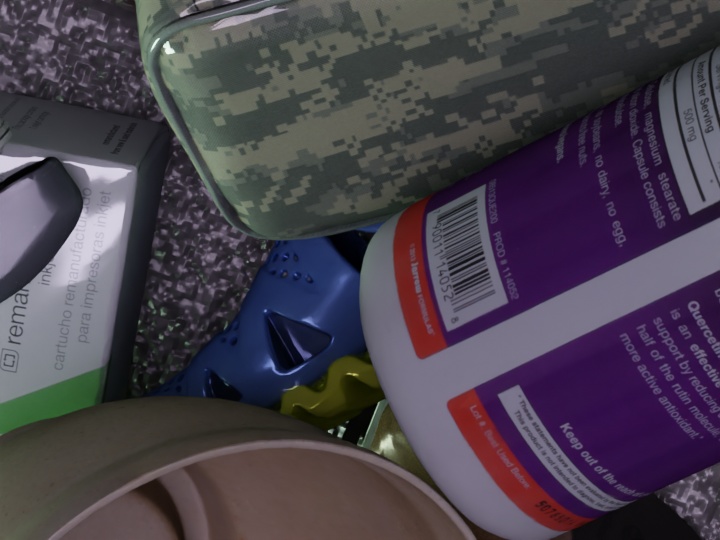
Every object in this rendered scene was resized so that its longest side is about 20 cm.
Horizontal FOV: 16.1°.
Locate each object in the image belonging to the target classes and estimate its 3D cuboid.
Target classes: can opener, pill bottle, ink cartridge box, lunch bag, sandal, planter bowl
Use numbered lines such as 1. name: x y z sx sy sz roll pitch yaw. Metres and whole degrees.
1. can opener: -0.184 0.015 0.814 0.200 0.053 0.067 -31 102 10
2. pill bottle: 0.107 -0.004 0.759 0.200 0.112 0.113 -27 102 21
3. ink cartridge box: -0.179 0.006 0.883 0.200 0.088 0.146 12 104 1
4. lunch bag: 0.026 -0.123 0.813 0.200 0.168 0.139 -16 147 7
5. sandal: 0.000 0.000 0.889 0.200 0.079 0.087 -34 85 6
6. planter bowl: -0.072 0.124 0.805 0.200 0.135 0.201 -11 113 -27

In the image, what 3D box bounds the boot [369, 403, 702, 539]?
1. boot: 0.077 0.116 0.925 0.075 0.074 0.200 -21 110 37
